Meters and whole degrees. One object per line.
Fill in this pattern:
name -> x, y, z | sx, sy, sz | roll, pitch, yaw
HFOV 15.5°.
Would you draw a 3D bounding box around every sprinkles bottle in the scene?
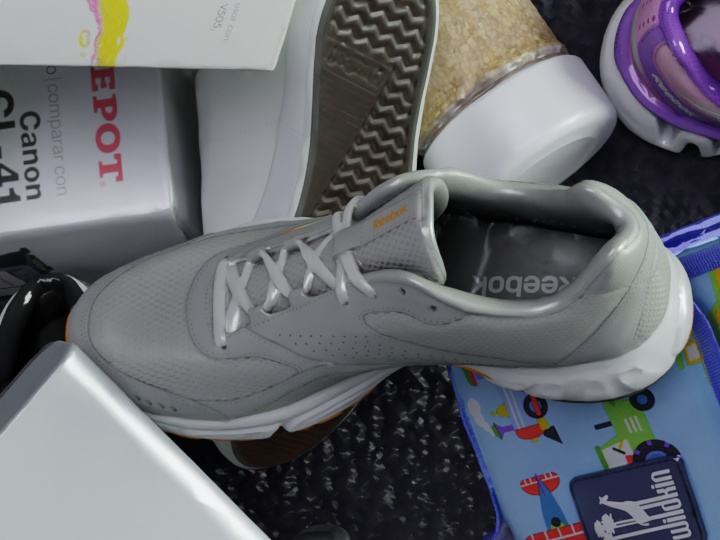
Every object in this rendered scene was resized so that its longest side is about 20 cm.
sprinkles bottle -> 0.011, -0.114, 0.956 | 0.068, 0.068, 0.200 | -34, 76, 0

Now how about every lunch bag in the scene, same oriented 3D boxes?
lunch bag -> 0.129, 0.061, 0.888 | 0.200, 0.094, 0.151 | -21, 96, 19

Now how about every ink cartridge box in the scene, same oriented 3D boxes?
ink cartridge box -> -0.093, -0.117, 0.835 | 0.117, 0.200, 0.067 | 46, 128, 43
ink cartridge box -> -0.161, -0.066, 0.961 | 0.200, 0.086, 0.148 | -8, 77, 7

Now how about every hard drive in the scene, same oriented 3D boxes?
hard drive -> -0.070, 0.138, 0.842 | 0.200, 0.026, 0.132 | 47, 71, -22

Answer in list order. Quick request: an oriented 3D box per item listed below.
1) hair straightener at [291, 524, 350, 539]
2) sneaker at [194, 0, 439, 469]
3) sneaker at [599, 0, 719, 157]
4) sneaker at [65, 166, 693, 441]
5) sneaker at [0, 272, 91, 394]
hair straightener -> -0.068, 0.160, 0.883 | 0.200, 0.041, 0.077 | -48, 113, -18
sneaker -> -0.024, -0.031, 0.931 | 0.085, 0.073, 0.200 | 40, 123, 49
sneaker -> 0.182, -0.070, 0.916 | 0.200, 0.088, 0.081 | 9, 78, 8
sneaker -> 0.000, 0.000, 0.823 | 0.200, 0.092, 0.076 | -8, 65, 9
sneaker -> -0.102, 0.097, 0.903 | 0.076, 0.115, 0.201 | -8, 78, 5
